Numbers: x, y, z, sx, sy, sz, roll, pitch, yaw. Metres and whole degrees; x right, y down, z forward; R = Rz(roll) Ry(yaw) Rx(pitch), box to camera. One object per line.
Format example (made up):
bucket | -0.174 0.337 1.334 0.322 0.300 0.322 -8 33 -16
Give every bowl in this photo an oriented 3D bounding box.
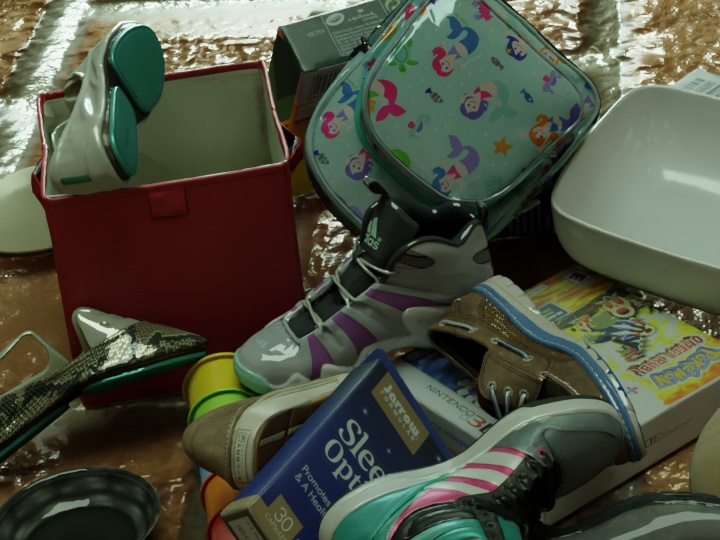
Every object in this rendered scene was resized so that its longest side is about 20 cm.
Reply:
bowl | 0.255 -0.042 1.630 0.200 0.075 0.200 18 43 21

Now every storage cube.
storage cube | -0.136 -0.029 1.637 0.199 0.180 0.171 -8 32 -5

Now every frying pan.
frying pan | -0.153 0.172 1.453 0.189 0.031 0.115 4 33 19

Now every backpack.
backpack | 0.059 -0.103 1.613 0.200 0.178 0.151 -47 1 -1

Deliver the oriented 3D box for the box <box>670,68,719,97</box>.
box | 0.311 -0.094 1.795 0.200 0.041 0.156 21 41 38

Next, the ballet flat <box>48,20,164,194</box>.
ballet flat | -0.185 -0.116 1.565 0.069 0.070 0.200 -3 33 5

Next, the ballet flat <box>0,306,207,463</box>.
ballet flat | -0.208 0.071 1.546 0.200 0.075 0.068 -28 -5 -5

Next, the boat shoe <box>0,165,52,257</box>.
boat shoe | -0.232 -0.058 1.815 0.200 0.071 0.063 -25 -6 -24

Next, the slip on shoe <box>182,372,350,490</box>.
slip on shoe | -0.039 0.108 1.456 0.060 0.076 0.200 5 9 32

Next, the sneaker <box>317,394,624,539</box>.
sneaker | 0.086 0.151 1.304 0.200 0.084 0.121 -24 37 -10

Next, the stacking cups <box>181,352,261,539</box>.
stacking cups | -0.080 0.136 1.484 0.060 0.061 0.200 -10 35 -6

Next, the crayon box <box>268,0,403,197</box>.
crayon box | -0.014 -0.138 1.778 0.127 0.200 0.051 -18 65 -20

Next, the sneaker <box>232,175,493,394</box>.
sneaker | 0.000 0.000 1.519 0.200 0.140 0.078 -20 39 -20

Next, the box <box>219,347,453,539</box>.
box | 0.004 0.142 1.401 0.032 0.121 0.200 -23 16 40

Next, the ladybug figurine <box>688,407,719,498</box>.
ladybug figurine | 0.305 0.116 1.389 0.199 0.136 0.072 -15 -3 11

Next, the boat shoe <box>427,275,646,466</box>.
boat shoe | 0.113 0.078 1.454 0.072 0.072 0.200 -28 35 -14

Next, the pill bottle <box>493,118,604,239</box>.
pill bottle | 0.088 -0.083 1.740 0.199 0.120 0.120 -5 32 2

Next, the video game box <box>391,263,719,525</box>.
video game box | 0.140 0.081 1.541 0.200 0.047 0.182 -27 40 -29

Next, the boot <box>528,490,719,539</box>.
boot | 0.143 0.207 1.332 0.199 0.070 0.132 -12 34 12
